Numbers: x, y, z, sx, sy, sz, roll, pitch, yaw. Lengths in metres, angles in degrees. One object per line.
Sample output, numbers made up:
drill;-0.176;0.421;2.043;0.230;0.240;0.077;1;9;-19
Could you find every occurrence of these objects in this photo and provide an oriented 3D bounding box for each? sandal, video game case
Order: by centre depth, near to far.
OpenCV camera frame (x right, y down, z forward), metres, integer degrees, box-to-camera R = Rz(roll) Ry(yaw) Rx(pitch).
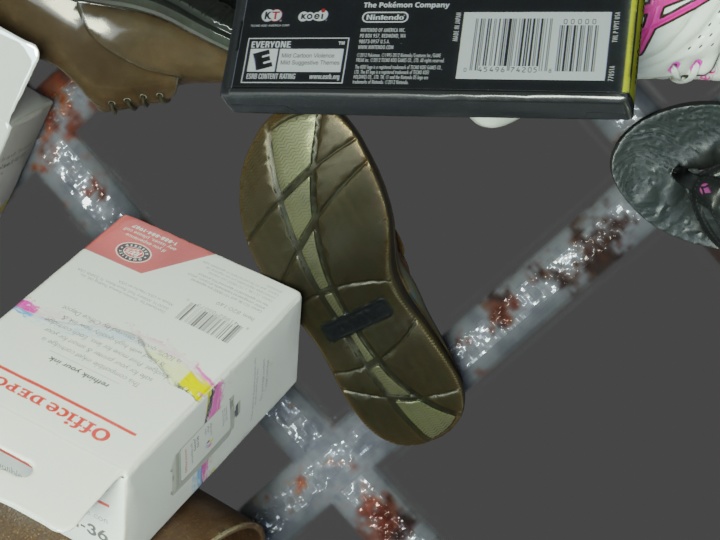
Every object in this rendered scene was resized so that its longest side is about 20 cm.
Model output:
video game case;0.041;-0.161;0.871;0.199;0.026;0.182;2;72;18
sandal;0.224;-0.028;0.913;0.200;0.048;0.076;24;104;3
sandal;0.000;0.000;0.956;0.081;0.055;0.200;-23;111;18

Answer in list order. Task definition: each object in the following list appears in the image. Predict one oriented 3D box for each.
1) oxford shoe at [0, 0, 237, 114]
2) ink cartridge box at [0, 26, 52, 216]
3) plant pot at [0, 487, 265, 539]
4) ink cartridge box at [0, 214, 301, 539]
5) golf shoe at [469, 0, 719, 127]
oxford shoe;-0.103;-0.119;0.944;0.199;0.073;0.085;18;121;6
ink cartridge box;-0.245;-0.063;0.963;0.117;0.067;0.201;30;109;2
plant pot;-0.186;0.151;0.958;0.200;0.187;0.187;36;104;15
ink cartridge box;-0.129;0.066;0.895;0.116;0.200;0.068;24;132;20
golf shoe;0.141;-0.122;0.895;0.200;0.073;0.092;-34;96;13
